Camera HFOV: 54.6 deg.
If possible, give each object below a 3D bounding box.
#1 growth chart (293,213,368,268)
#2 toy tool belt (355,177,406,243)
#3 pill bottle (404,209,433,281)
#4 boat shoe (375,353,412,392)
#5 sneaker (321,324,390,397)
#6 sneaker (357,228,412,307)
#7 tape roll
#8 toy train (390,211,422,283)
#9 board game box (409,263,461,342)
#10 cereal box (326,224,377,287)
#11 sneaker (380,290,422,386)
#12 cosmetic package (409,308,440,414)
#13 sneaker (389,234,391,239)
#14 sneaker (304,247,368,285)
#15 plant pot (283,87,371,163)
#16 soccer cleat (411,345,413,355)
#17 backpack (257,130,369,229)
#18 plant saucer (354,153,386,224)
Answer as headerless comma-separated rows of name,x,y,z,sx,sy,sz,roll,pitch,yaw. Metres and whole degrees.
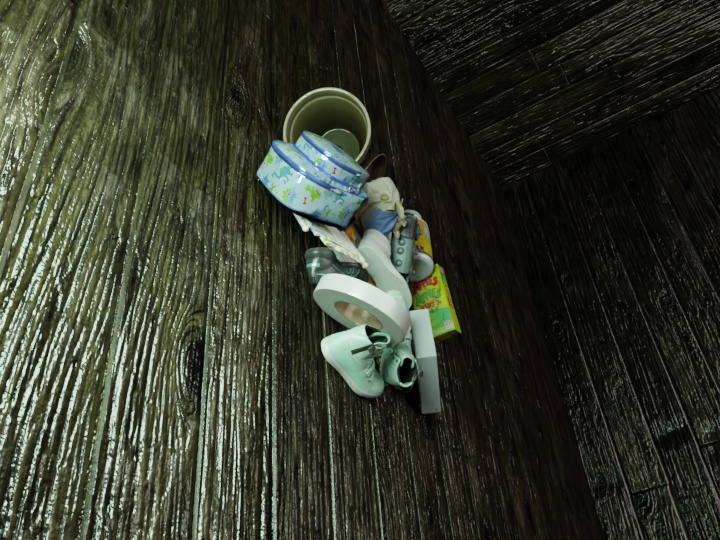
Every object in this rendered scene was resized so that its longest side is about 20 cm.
growth chart,-0.070,-0.079,1.467,0.200,0.018,0.145,31,18,-39
toy tool belt,0.048,-0.118,1.674,0.124,0.200,0.123,-22,62,-28
pill bottle,0.142,-0.074,1.953,0.109,0.109,0.201,47,28,-39
boat shoe,0.069,0.187,1.556,0.202,0.071,0.061,58,18,-27
sneaker,0.023,0.183,1.388,0.200,0.118,0.074,47,28,-40
sneaker,0.065,-0.008,1.641,0.200,0.073,0.116,56,25,-23
tape roll,0.004,0.076,1.362,0.203,0.202,0.037,47,61,-40
toy train,0.105,-0.053,1.777,0.114,0.085,0.201,9,91,-82
board game box,0.200,0.094,1.925,0.048,0.101,0.201,31,40,-54
cereal box,0.000,0.000,1.632,0.201,0.039,0.144,60,21,-15
sneaker,0.089,0.144,1.458,0.118,0.073,0.202,-175,-95,-71
cosmetic package,0.153,0.215,1.642,0.151,0.051,0.201,-97,179,-50
sneaker,0.069,-0.158,1.898,0.075,0.088,0.201,36,38,-56
sneaker,-0.052,0.016,1.476,0.200,0.075,0.080,24,58,-51
plant pot,-0.065,-0.303,1.627,0.174,0.199,0.201,29,39,-81
soccer cleat,0.077,0.159,1.622,0.068,0.080,0.201,-94,173,-48
backpack,-0.097,-0.193,1.410,0.199,0.147,0.183,10,28,-49
plant saucer,-0.001,-0.199,1.698,0.037,0.201,0.200,28,17,12
